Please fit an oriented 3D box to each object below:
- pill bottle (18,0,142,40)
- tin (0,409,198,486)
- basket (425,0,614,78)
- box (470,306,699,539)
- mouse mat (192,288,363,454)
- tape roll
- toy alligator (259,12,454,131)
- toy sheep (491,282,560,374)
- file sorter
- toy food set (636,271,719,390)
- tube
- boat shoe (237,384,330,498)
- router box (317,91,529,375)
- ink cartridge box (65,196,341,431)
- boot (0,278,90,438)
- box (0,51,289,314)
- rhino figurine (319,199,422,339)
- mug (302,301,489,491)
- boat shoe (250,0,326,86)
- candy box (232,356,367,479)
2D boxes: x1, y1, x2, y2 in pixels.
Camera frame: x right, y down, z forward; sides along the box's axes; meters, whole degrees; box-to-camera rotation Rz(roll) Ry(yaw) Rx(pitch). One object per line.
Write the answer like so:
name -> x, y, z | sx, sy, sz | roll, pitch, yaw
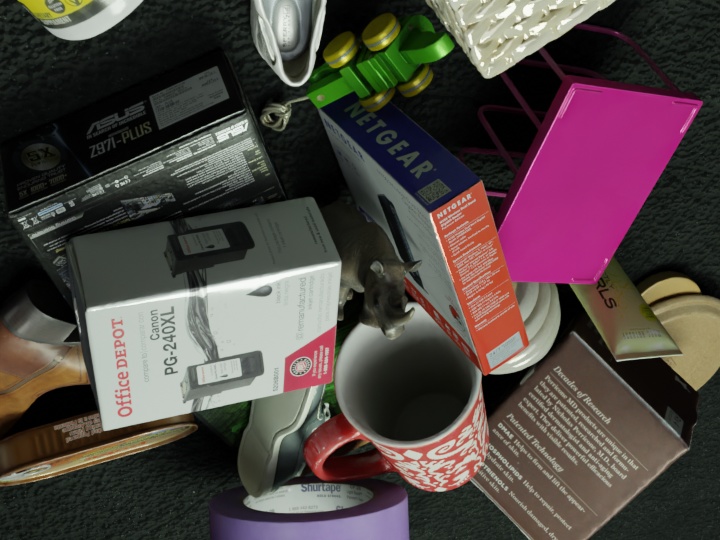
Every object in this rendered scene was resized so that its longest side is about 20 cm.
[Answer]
pill bottle -> -0.214, -0.248, 0.660 | 0.112, 0.113, 0.200 | -34, 135, 9
tin -> -0.256, 0.162, 1.040 | 0.197, 0.043, 0.112 | -15, 162, -12
basket -> 0.102, -0.280, 0.742 | 0.198, 0.162, 0.199 | -29, 137, 6
box -> 0.234, 0.168, 1.166 | 0.201, 0.164, 0.166 | -49, 172, 22
mouse mat -> -0.058, 0.111, 1.059 | 0.199, 0.008, 0.161 | -34, 135, 5
tape roll -> -0.049, 0.264, 1.065 | 0.197, 0.199, 0.087 | -4, 91, -21
toy alligator -> -0.003, -0.163, 0.857 | 0.198, 0.055, 0.059 | -15, 129, 41
toy sheep -> 0.135, 0.041, 1.078 | 0.137, 0.139, 0.200 | -33, 150, 8
file sorter -> 0.172, -0.106, 0.955 | 0.137, 0.126, 0.202 | 2, 130, -27
toy food set -> 0.348, 0.098, 1.279 | 0.198, 0.049, 0.198 | 23, 118, -38
tube -> 0.230, 0.010, 1.035 | 0.057, 0.202, 0.052 | -30, 138, 7
boat shoe -> -0.064, 0.136, 1.033 | 0.061, 0.073, 0.202 | -10, 137, -37
router box -> 0.051, -0.039, 0.896 | 0.048, 0.200, 0.181 | -31, 130, -9
ink cartridge box -> -0.123, 0.035, 0.859 | 0.197, 0.084, 0.147 | -11, 136, -16
boot -> -0.290, 0.113, 0.993 | 0.200, 0.069, 0.187 | -42, 141, 21
box -> -0.163, -0.056, 0.877 | 0.197, 0.087, 0.165 | -24, 137, -1
rhino figurine -> 0.000, 0.000, 0.907 | 0.059, 0.200, 0.089 | 6, 105, -24
mug -> 0.040, 0.134, 1.036 | 0.174, 0.136, 0.201 | -8, 154, 10
boat shoe -> -0.050, -0.228, 0.783 | 0.070, 0.070, 0.202 | -13, 134, -10
candy box -> -0.065, 0.126, 1.113 | 0.115, 0.057, 0.201 | -27, 134, 2
